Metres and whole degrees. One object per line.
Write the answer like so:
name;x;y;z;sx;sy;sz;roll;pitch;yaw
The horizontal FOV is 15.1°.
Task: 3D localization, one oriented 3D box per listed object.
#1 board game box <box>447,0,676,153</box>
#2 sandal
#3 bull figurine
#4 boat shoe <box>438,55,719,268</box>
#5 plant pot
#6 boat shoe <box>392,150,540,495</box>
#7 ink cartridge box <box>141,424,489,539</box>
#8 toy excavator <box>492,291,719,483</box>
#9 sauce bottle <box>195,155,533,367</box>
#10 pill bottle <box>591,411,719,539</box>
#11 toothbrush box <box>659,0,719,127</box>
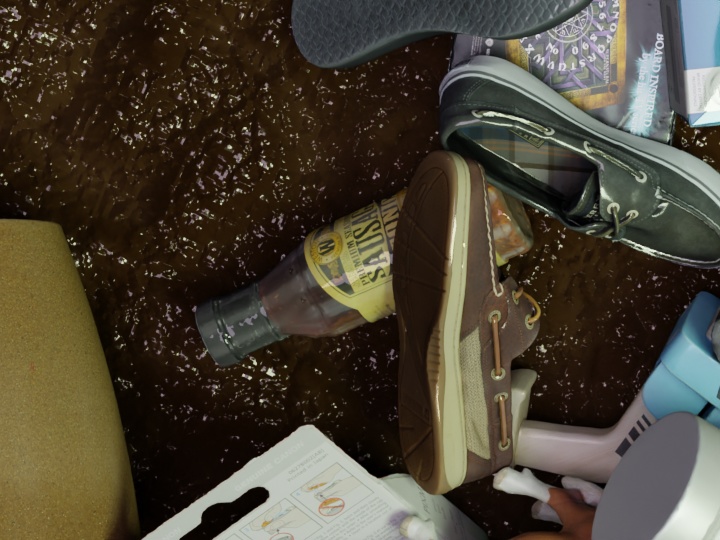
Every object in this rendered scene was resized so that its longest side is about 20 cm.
board game box;0.125;-0.173;1.527;0.134;0.028;0.202;10;102;7
sandal;0.049;-0.160;1.514;0.199;0.043;0.077;-7;87;37
bull figurine;0.079;0.176;1.495;0.121;0.199;0.066;42;139;41
boat shoe;0.127;-0.048;1.516;0.199;0.057;0.069;28;133;-11
plant pot;-0.217;0.073;1.573;0.185;0.186;0.202;-1;86;10
boat shoe;0.064;0.027;1.512;0.071;0.072;0.202;-9;111;-22
ink cartridge box;-0.036;0.165;1.561;0.161;0.050;0.200;-36;129;14
toy excavator;0.185;0.079;1.542;0.194;0.100;0.201;36;113;2
sauce bottle;0.000;0.000;1.565;0.199;0.066;0.066;-26;96;12
pill bottle;0.231;0.164;1.465;0.199;0.117;0.117;32;105;-18
toothbrush box;0.262;-0.164;1.462;0.198;0.085;0.148;-7;100;1
